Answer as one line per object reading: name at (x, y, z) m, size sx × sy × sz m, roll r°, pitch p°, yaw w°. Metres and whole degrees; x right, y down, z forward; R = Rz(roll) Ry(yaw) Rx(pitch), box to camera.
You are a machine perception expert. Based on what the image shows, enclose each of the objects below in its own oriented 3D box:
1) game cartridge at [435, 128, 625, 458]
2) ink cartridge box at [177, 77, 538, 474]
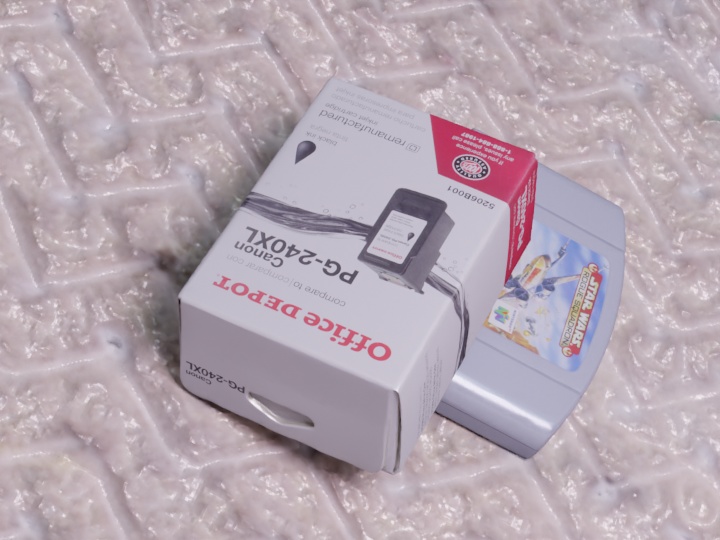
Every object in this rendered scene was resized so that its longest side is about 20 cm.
game cartridge at (0.097, 0.013, 1.358) m, size 0.132 × 0.042 × 0.201 m, roll 25°, pitch 54°, yaw -4°
ink cartridge box at (0.000, 0.000, 1.263) m, size 0.144 × 0.084 × 0.201 m, roll 22°, pitch 53°, yaw 15°
